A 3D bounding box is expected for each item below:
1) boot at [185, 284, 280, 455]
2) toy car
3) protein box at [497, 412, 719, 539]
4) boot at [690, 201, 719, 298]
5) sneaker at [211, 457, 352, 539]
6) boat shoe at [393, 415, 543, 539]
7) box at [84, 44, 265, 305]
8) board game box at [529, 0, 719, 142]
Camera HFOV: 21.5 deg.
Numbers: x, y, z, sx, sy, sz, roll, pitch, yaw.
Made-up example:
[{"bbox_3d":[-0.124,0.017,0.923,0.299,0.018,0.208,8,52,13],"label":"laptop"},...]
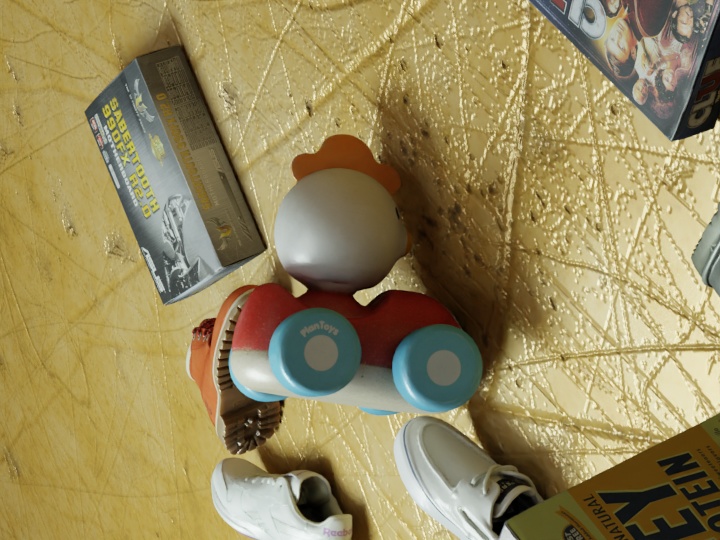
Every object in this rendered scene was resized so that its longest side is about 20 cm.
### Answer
[{"bbox_3d":[-0.118,0.066,1.695,0.107,0.075,0.201,56,151,32],"label":"boot"},{"bbox_3d":[0.000,0.000,1.395,0.184,0.176,0.202,161,116,-75],"label":"toy car"},{"bbox_3d":[0.175,0.215,1.137,0.135,0.198,0.201,52,148,27],"label":"protein box"},{"bbox_3d":[0.262,0.032,0.997,0.182,0.072,0.201,93,153,-61],"label":"boot"},{"bbox_3d":[-0.064,0.210,1.717,0.200,0.075,0.100,36,119,46],"label":"sneaker"},{"bbox_3d":[0.101,0.174,1.381,0.200,0.072,0.066,53,144,25],"label":"boat shoe"},{"bbox_3d":[-0.170,-0.082,1.704,0.158,0.048,0.201,-26,86,63],"label":"box"},{"bbox_3d":[0.146,-0.188,1.089,0.200,0.034,0.136,50,147,32],"label":"board game box"}]
